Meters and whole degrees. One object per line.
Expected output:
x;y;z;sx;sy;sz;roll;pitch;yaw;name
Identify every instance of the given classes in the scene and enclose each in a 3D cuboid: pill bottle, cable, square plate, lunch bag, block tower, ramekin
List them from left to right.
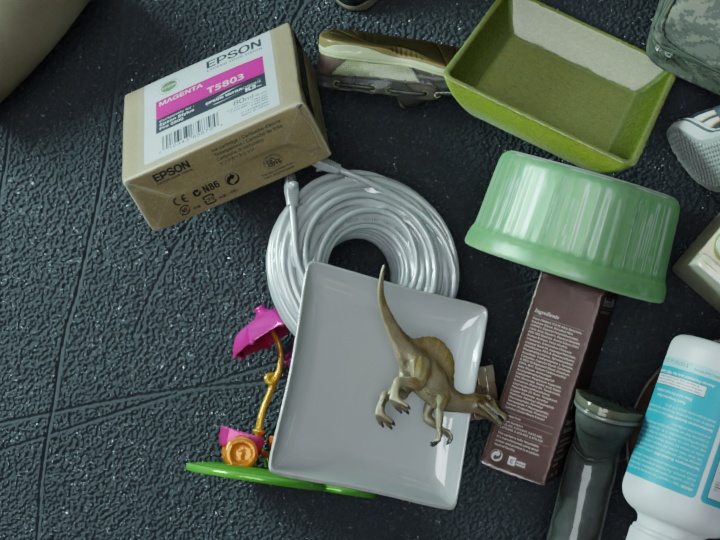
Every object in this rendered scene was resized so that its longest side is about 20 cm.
0.000;0.000;1.309;0.198;0.069;0.202;14;74;-16;cable
0.018;0.111;1.242;0.196;0.028;0.202;15;79;-21;square plate
0.046;0.131;1.297;0.198;0.054;0.058;-7;86;-24;block tower
0.207;-0.045;1.245;0.198;0.200;0.099;17;95;8;ramekin
0.310;0.169;1.204;0.110;0.111;0.202;20;88;8;pill bottle
0.376;-0.245;1.229;0.199;0.168;0.140;27;83;9;lunch bag

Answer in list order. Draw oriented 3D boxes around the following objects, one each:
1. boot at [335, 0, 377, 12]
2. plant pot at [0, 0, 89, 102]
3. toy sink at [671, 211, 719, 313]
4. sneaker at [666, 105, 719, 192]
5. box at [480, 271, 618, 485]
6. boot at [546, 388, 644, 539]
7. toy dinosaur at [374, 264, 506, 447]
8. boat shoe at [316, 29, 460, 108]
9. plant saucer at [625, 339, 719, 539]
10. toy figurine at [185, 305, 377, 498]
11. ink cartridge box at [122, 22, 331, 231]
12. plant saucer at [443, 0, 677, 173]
0.032;-0.356;1.299;0.073;0.151;0.200;43;96;6;boot
-0.406;-0.259;1.367;0.187;0.187;0.201;37;109;7;plant pot
0.385;-0.003;1.219;0.130;0.200;0.112;42;94;7;toy sink
0.359;-0.123;1.232;0.079;0.200;0.079;-34;101;-2;sneaker
0.190;0.105;1.297;0.074;0.100;0.202;17;93;19;box
0.214;0.221;1.263;0.072;0.182;0.202;22;89;20;boot
0.051;0.097;1.223;0.200;0.058;0.101;47;54;-20;toy dinosaur
0.051;-0.201;1.343;0.198;0.073;0.065;13;117;1;boat shoe
0.353;0.169;1.265;0.199;0.034;0.202;-18;63;39;plant saucer
-0.066;0.128;1.336;0.198;0.150;0.186;10;82;-7;toy figurine
-0.139;-0.147;1.317;0.198;0.166;0.075;-23;129;8;ink cartridge box
0.195;-0.178;1.280;0.199;0.200;0.048;26;133;8;plant saucer
